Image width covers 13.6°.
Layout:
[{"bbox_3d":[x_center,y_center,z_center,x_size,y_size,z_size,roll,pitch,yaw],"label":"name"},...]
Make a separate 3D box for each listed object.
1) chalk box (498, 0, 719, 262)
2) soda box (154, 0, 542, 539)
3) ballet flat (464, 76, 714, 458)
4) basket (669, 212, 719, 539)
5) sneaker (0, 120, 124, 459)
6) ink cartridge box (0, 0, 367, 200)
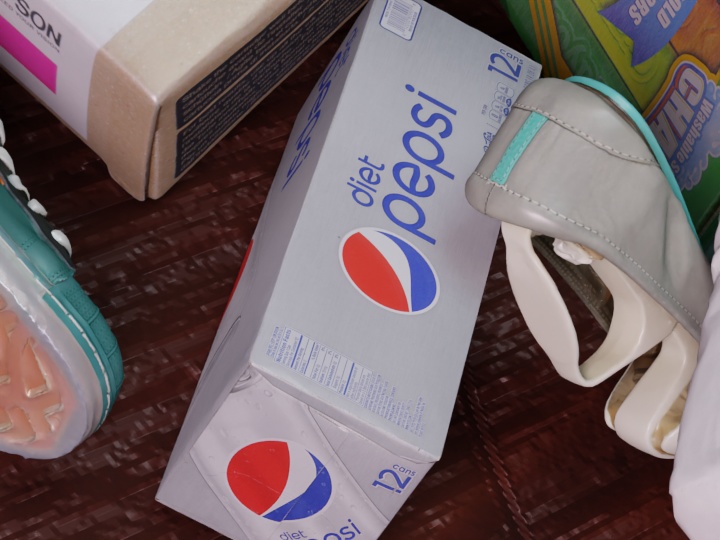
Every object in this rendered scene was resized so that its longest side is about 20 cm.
[{"bbox_3d":[0.155,-0.077,1.068,0.123,0.125,0.200,-2,49,-35],"label":"chalk box"},{"bbox_3d":[0.000,0.000,0.928,0.063,0.068,0.200,28,40,-9],"label":"soda box"},{"bbox_3d":[0.091,0.021,0.942,0.067,0.200,0.064,20,67,47],"label":"ballet flat"},{"bbox_3d":[0.211,0.052,0.884,0.200,0.160,0.199,54,32,-24],"label":"basket"},{"bbox_3d":[-0.129,-0.032,0.873,0.200,0.071,0.080,44,44,15],"label":"sneaker"},{"bbox_3d":[-0.081,-0.150,0.972,0.200,0.075,0.165,41,69,10],"label":"ink cartridge box"}]
